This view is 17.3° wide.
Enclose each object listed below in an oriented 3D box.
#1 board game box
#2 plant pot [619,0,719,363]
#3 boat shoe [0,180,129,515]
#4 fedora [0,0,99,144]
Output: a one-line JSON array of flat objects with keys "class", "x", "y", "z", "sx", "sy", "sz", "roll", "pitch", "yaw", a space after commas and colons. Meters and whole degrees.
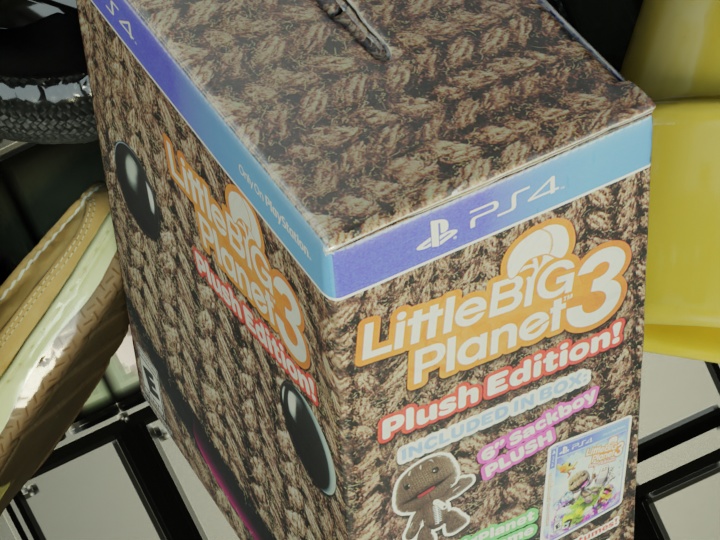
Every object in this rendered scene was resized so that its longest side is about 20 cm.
[{"class": "board game box", "x": 0.000, "y": 0.000, "z": 0.694, "sx": 0.096, "sy": 0.160, "sz": 0.201, "roll": -23, "pitch": 137, "yaw": -19}, {"class": "plant pot", "x": 0.166, "y": -0.063, "z": 0.728, "sx": 0.200, "sy": 0.201, "sz": 0.190, "roll": 8, "pitch": 85, "yaw": -2}, {"class": "boat shoe", "x": -0.144, "y": 0.045, "z": 0.803, "sx": 0.076, "sy": 0.072, "sz": 0.200, "roll": 36, "pitch": 97, "yaw": 9}, {"class": "fedora", "x": -0.095, "y": -0.145, "z": 0.750, "sx": 0.199, "sy": 0.092, "sz": 0.202, "roll": 0, "pitch": 105, "yaw": 0}]
